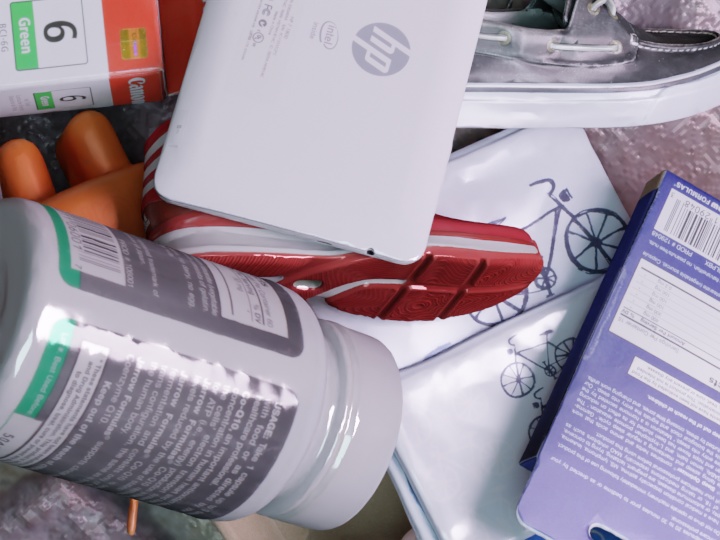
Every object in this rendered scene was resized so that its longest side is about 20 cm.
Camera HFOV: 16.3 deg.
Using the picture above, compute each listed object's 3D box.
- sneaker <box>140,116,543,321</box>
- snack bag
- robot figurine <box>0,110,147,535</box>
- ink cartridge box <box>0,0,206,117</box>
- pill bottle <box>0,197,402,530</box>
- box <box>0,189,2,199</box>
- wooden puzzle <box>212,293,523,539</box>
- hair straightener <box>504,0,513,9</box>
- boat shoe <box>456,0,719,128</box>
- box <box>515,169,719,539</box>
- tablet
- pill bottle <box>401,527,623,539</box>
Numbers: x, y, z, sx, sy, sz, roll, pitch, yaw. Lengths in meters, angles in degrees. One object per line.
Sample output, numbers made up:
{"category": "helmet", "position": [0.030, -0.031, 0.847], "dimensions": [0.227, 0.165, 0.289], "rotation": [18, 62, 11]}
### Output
{"category": "sneaker", "position": [-0.010, -0.042, 1.214], "dimensions": [0.200, 0.078, 0.116], "rotation": [3, 63, -23]}
{"category": "snack bag", "position": [0.077, 0.026, 1.262], "dimensions": [0.188, 0.021, 0.200], "rotation": [-24, 82, -19]}
{"category": "robot figurine", "position": [-0.121, 0.025, 1.245], "dimensions": [0.117, 0.144, 0.200], "rotation": [-25, 88, 35]}
{"category": "ink cartridge box", "position": [-0.134, -0.137, 1.227], "dimensions": [0.200, 0.050, 0.109], "rotation": [-6, 76, -3]}
{"category": "pill bottle", "position": [-0.087, 0.048, 1.122], "dimensions": [0.200, 0.113, 0.113], "rotation": [20, 103, -31]}
{"category": "box", "position": [-0.238, 0.000, 1.209], "dimensions": [0.044, 0.200, 0.160], "rotation": [-21, 109, -40]}
{"category": "wooden puzzle", "position": [0.034, 0.120, 1.327], "dimensions": [0.200, 0.037, 0.185], "rotation": [-31, 116, -2]}
{"category": "hair straightener", "position": [0.028, -0.188, 1.254], "dimensions": [0.077, 0.041, 0.200], "rotation": [-28, 105, 3]}
{"category": "boat shoe", "position": [0.103, -0.110, 1.248], "dimensions": [0.200, 0.072, 0.071], "rotation": [-6, 106, -21]}
{"category": "box", "position": [0.159, 0.065, 1.245], "dimensions": [0.121, 0.032, 0.200], "rotation": [29, 69, -8]}
{"category": "tablet", "position": [-0.011, -0.107, 1.190], "dimensions": [0.130, 0.014, 0.200], "rotation": [15, 69, -1]}
{"category": "pill bottle", "position": [0.079, 0.179, 1.279], "dimensions": [0.200, 0.112, 0.112], "rotation": [-6, 105, -13]}
